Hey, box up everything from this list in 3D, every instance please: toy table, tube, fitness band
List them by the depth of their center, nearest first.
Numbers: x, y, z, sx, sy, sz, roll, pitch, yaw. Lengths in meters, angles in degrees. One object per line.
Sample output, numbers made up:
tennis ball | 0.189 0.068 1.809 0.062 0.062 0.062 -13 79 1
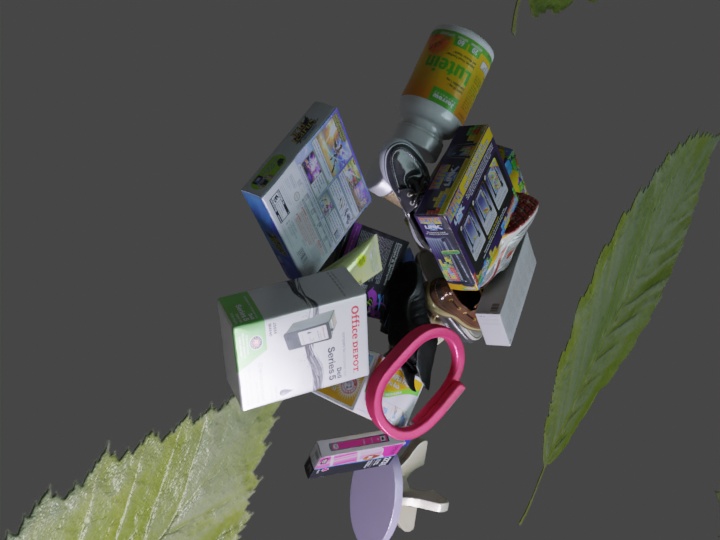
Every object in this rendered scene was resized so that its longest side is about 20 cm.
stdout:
tube | -0.045 0.022 1.471 0.199 0.052 0.058 -34 180 -24
fitness band | 0.093 0.179 1.566 0.200 0.037 0.144 -47 118 -15
toy table | 0.063 0.410 1.806 0.116 0.184 0.202 -2 118 -38

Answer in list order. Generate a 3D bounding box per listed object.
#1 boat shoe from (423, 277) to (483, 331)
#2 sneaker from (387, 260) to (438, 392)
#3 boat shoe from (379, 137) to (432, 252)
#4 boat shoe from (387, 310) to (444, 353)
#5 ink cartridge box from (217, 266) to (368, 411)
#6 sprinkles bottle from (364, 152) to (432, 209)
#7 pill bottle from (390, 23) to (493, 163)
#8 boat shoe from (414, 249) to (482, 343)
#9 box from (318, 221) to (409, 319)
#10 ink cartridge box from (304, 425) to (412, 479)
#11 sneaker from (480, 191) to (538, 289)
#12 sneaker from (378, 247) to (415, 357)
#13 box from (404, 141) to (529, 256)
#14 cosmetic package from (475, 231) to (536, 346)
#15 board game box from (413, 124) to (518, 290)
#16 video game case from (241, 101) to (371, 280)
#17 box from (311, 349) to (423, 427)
boat shoe | 0.197 0.058 1.710 0.199 0.067 0.073 19 61 -39
sneaker | 0.091 0.093 1.631 0.104 0.059 0.202 42 46 -45
boat shoe | 0.088 -0.109 1.483 0.069 0.066 0.201 -26 121 -8
boat shoe | 0.118 0.103 1.788 0.200 0.073 0.070 -51 150 -26
ink cartridge box | -0.092 0.095 1.375 0.198 0.084 0.147 -14 123 -19
sprinkles bottle | 0.100 -0.118 1.563 0.199 0.068 0.069 29 83 -29
pill bottle | 0.126 -0.280 1.548 0.111 0.110 0.202 38 75 -57
boat shoe | 0.146 0.054 1.753 0.201 0.057 0.067 53 45 -15
box | 0.000 0.000 1.588 0.199 0.036 0.144 17 94 -57
ink cartridge box | 0.008 0.308 1.653 0.198 0.037 0.095 -8 149 -23
sneaker | 0.235 -0.053 1.662 0.200 0.078 0.082 -48 148 -13
sneaker | 0.068 0.063 1.697 0.070 0.077 0.203 -124 -152 -86
box | 0.201 -0.101 1.756 0.201 0.121 0.193 -58 147 -17
cosmetic package | 0.257 0.029 1.699 0.083 0.050 0.201 63 38 -38
board game box | 0.168 -0.098 1.502 0.166 0.056 0.201 59 46 -37
video game case | -0.072 -0.109 1.404 0.182 0.045 0.201 -53 145 -23
box | 0.009 0.192 1.637 0.200 0.112 0.102 36 77 -56
